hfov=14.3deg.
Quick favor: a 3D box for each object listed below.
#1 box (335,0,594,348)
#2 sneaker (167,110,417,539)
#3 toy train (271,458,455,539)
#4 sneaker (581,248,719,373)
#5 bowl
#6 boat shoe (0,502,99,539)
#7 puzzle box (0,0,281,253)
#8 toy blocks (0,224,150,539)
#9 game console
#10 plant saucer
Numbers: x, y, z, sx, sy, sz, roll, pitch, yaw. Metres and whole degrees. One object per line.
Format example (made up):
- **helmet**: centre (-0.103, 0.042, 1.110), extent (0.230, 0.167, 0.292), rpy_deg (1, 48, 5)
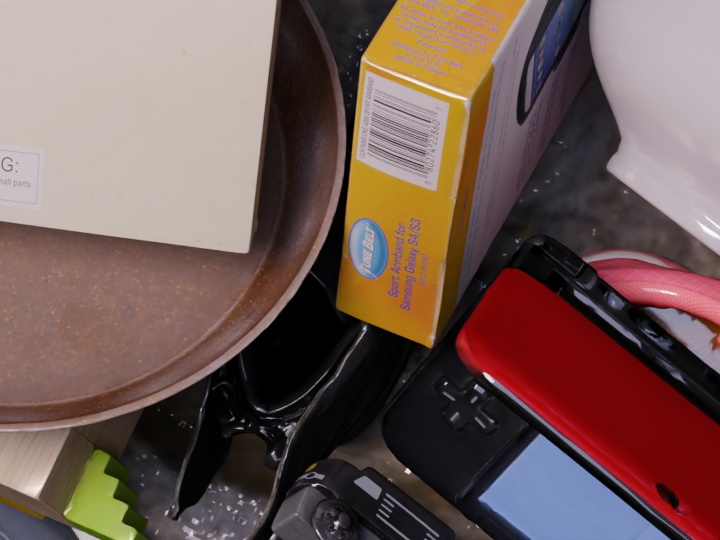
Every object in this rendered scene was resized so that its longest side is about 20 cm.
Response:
- **box**: centre (0.052, -0.086, 0.925), extent (0.041, 0.119, 0.200), rpy_deg (20, 52, 11)
- **sneaker**: centre (-0.003, -0.001, 0.970), extent (0.060, 0.104, 0.200), rpy_deg (24, 91, 13)
- **toy train**: centre (0.053, 0.128, 0.946), extent (0.200, 0.046, 0.034), rpy_deg (40, 138, -16)
- **sneaker**: centre (0.145, 0.051, 0.944), extent (0.200, 0.087, 0.074), rpy_deg (21, 91, 12)
- **bowl**: centre (0.141, -0.039, 0.895), extent (0.201, 0.201, 0.090), rpy_deg (39, 95, 12)
- **boat shoe**: centre (-0.102, 0.115, 0.997), extent (0.062, 0.075, 0.200), rpy_deg (-39, 78, 5)
- **puzzle box**: centre (-0.122, -0.083, 0.836), extent (0.200, 0.025, 0.133), rpy_deg (8, 112, 1)
- **toy blocks**: centre (-0.133, -0.008, 0.941), extent (0.200, 0.100, 0.137), rpy_deg (21, 78, 18)
- **game console**: centre (0.093, 0.096, 0.883), extent (0.200, 0.119, 0.172), rpy_deg (40, 137, 1)
- **plant saucer**: centre (-0.105, -0.037, 0.895), extent (0.200, 0.034, 0.200), rpy_deg (0, 66, -1)
